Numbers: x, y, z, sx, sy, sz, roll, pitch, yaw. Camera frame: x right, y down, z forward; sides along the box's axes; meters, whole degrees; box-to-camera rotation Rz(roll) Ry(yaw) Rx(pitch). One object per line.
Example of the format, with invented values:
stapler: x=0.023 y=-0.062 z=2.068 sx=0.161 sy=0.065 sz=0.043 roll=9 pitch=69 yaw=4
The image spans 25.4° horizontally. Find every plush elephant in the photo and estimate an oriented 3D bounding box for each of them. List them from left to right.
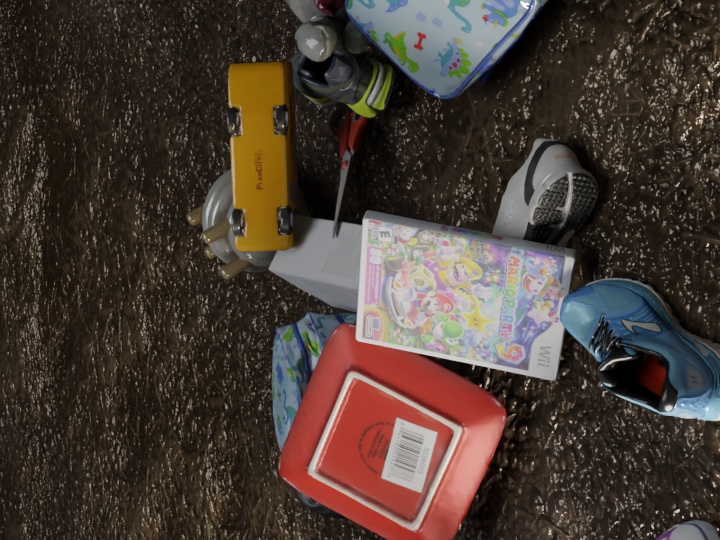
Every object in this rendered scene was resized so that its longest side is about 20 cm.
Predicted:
plush elephant: x=-0.004 y=-0.315 z=1.651 sx=0.155 sy=0.199 sz=0.165 roll=-46 pitch=67 yaw=23

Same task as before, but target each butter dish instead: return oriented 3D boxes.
butter dish: x=0.045 y=0.157 z=1.636 sx=0.198 sy=0.148 sz=0.202 roll=27 pitch=113 yaw=11

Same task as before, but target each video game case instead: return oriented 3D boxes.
video game case: x=0.095 y=0.024 z=1.495 sx=0.018 sy=0.198 sz=0.144 roll=-65 pitch=-17 yaw=-53

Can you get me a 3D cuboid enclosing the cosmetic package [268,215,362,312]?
cosmetic package: x=0.000 y=0.000 z=1.702 sx=0.199 sy=0.101 sz=0.072 roll=11 pitch=73 yaw=56

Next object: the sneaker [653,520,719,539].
sneaker: x=0.226 y=0.284 z=1.384 sx=0.201 sy=0.113 sz=0.073 roll=-52 pitch=50 yaw=46

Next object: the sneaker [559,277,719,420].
sneaker: x=0.231 y=0.064 z=1.366 sx=0.200 sy=0.089 sz=0.079 roll=36 pitch=123 yaw=51

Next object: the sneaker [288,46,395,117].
sneaker: x=-0.037 y=-0.223 z=1.744 sx=0.200 sy=0.080 sz=0.075 roll=21 pitch=86 yaw=60

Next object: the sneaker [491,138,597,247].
sneaker: x=0.159 y=-0.037 z=1.504 sx=0.201 sy=0.073 sz=0.080 roll=-61 pitch=31 yaw=35

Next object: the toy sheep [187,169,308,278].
toy sheep: x=-0.124 y=-0.059 z=1.861 sx=0.200 sy=0.136 sz=0.139 roll=-134 pitch=48 yaw=-62

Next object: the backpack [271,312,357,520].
backpack: x=-0.036 y=0.143 z=1.753 sx=0.164 sy=0.152 sz=0.202 roll=-104 pitch=32 yaw=-59

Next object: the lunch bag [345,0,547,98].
lunch bag: x=0.088 y=-0.266 z=1.512 sx=0.161 sy=0.083 sz=0.200 roll=41 pitch=142 yaw=-2

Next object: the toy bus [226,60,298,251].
toy bus: x=-0.105 y=-0.124 z=1.730 sx=0.078 sy=0.064 sz=0.203 roll=-41 pitch=-51 yaw=-80

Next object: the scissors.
scissors: x=-0.010 y=-0.126 z=1.716 sx=0.073 sy=0.014 sz=0.201 roll=-38 pitch=34 yaw=34
